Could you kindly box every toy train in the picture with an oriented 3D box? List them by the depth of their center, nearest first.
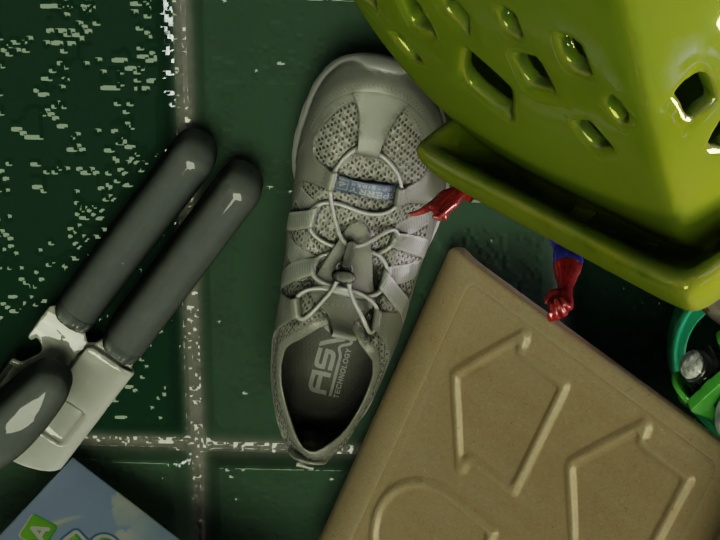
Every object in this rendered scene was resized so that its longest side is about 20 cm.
[{"bbox_3d":[0.215,0.078,0.990,0.199,0.057,0.042,21,122,-42],"label":"toy train"}]

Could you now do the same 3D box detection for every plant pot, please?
[{"bbox_3d":[0.119,-0.112,0.830,0.198,0.200,0.182,-33,126,-21],"label":"plant pot"}]

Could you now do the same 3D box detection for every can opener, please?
[{"bbox_3d":[-0.117,0.024,1.013,0.052,0.067,0.200,34,109,-14],"label":"can opener"}]

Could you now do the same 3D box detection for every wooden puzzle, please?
[{"bbox_3d":[0.081,0.115,1.006,0.200,0.046,0.186,39,117,32],"label":"wooden puzzle"}]

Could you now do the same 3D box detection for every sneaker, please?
[{"bbox_3d":[0.000,0.000,0.982,0.074,0.082,0.201,6,118,-2],"label":"sneaker"}]

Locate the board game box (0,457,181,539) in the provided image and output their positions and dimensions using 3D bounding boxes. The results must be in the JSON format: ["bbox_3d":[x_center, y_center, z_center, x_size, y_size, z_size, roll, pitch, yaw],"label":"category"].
[{"bbox_3d":[-0.108,0.203,1.018,0.199,0.151,0.037,35,148,12],"label":"board game box"}]

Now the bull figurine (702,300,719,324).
[{"bbox_3d":[0.209,-0.049,0.952,0.200,0.065,0.122,-41,86,29],"label":"bull figurine"}]

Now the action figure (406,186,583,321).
[{"bbox_3d":[0.105,-0.015,0.921,0.199,0.099,0.066,13,134,43],"label":"action figure"}]

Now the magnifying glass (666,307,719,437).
[{"bbox_3d":[0.202,0.086,1.058,0.079,0.022,0.201,-14,114,9],"label":"magnifying glass"}]
